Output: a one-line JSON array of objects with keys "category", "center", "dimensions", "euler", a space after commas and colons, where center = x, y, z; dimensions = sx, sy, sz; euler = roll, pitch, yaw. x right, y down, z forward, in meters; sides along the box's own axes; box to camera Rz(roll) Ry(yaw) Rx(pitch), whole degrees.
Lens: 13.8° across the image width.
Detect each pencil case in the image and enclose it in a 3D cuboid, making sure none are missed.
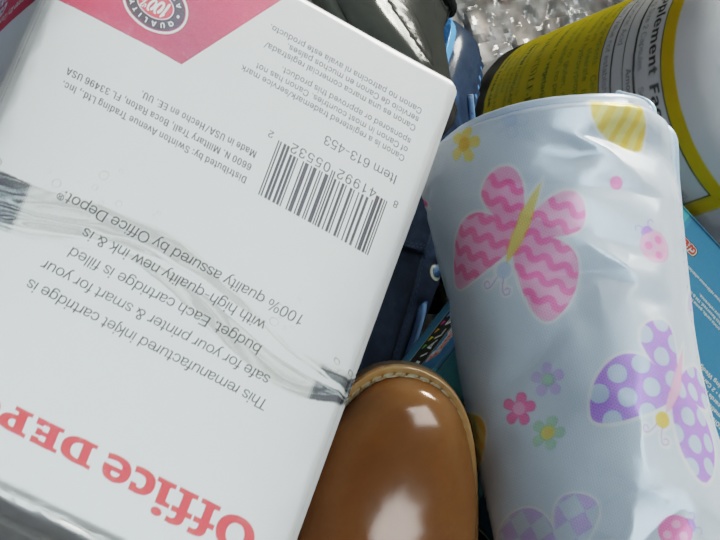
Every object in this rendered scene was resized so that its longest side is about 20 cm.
[{"category": "pencil case", "center": [0.079, 0.040, 0.998], "dimensions": [0.083, 0.091, 0.200], "euler": [35, 41, -71]}]

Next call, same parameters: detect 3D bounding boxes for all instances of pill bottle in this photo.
[{"category": "pill bottle", "center": [0.138, -0.059, 1.151], "dimensions": [0.111, 0.200, 0.112], "euler": [13, 70, -38]}]

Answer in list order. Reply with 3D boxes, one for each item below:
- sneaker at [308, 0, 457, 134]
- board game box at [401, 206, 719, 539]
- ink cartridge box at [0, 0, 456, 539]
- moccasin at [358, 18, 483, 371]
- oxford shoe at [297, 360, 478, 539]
[{"category": "sneaker", "center": [0.008, -0.133, 1.094], "dimensions": [0.075, 0.079, 0.200], "euler": [62, 8, -55]}, {"category": "board game box", "center": [0.082, 0.072, 1.074], "dimensions": [0.151, 0.047, 0.200], "euler": [46, 56, -10]}, {"category": "ink cartridge box", "center": [-0.073, 0.002, 0.968], "dimensions": [0.145, 0.084, 0.200], "euler": [28, 65, -17]}, {"category": "moccasin", "center": [0.000, 0.000, 1.112], "dimensions": [0.068, 0.080, 0.200], "euler": [35, 71, -33]}, {"category": "oxford shoe", "center": [0.003, 0.128, 0.958], "dimensions": [0.071, 0.071, 0.200], "euler": [12, 87, -11]}]
